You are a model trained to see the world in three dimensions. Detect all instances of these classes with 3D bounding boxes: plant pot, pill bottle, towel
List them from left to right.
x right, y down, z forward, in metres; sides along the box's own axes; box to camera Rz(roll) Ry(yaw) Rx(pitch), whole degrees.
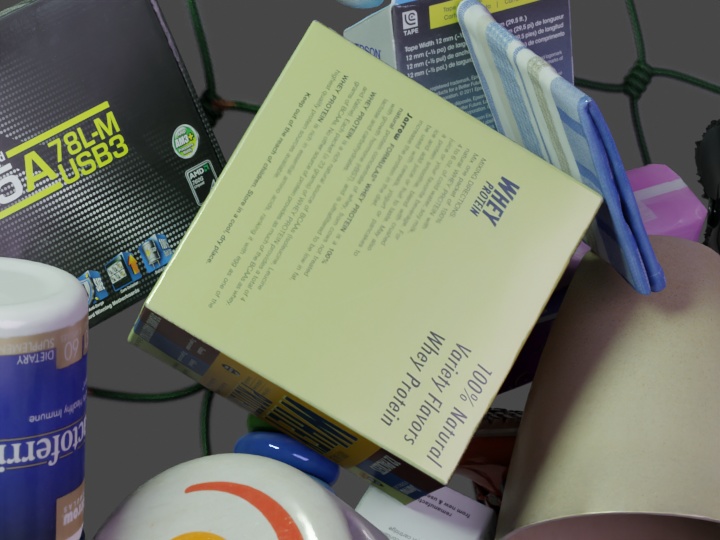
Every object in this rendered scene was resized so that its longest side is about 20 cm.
[{"bbox_3d":[-0.209,0.102,1.402,0.115,0.116,0.201,-7,109,-32],"label":"pill bottle"},{"bbox_3d":[0.121,-0.079,1.559,0.024,0.200,0.147,-27,119,-8],"label":"towel"},{"bbox_3d":[0.178,0.087,1.576,0.187,0.187,0.201,19,62,-30],"label":"plant pot"}]

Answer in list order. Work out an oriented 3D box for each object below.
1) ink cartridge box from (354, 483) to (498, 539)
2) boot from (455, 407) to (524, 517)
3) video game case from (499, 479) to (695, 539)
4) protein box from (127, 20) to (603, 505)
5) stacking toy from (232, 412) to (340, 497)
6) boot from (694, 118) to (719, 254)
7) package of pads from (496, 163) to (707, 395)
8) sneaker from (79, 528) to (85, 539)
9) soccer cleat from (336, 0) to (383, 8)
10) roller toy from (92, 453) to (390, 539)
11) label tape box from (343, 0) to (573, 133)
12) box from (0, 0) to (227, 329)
[{"bbox_3d":[0.011,0.242,1.587,0.200,0.083,0.147,-57,156,-20],"label":"ink cartridge box"},{"bbox_3d":[0.108,0.146,1.702,0.199,0.075,0.108,11,89,-29],"label":"boot"},{"bbox_3d":[0.216,0.181,1.647,0.199,0.026,0.181,-23,78,-7],"label":"video game case"},{"bbox_3d":[0.000,0.000,1.510,0.200,0.135,0.199,31,77,-3],"label":"protein box"},{"bbox_3d":[-0.042,0.095,1.609,0.085,0.085,0.201,23,70,-29],"label":"stacking toy"},{"bbox_3d":[0.262,-0.027,1.755,0.076,0.200,0.169,1,87,11],"label":"boot"},{"bbox_3d":[0.129,0.010,1.692,0.199,0.076,0.121,-17,136,-31],"label":"package of pads"},{"bbox_3d":[-0.217,0.146,1.495,0.083,0.071,0.200,-36,107,-30],"label":"sneaker"},{"bbox_3d":[-0.072,-0.220,1.616,0.200,0.070,0.086,42,80,-19],"label":"soccer cleat"},{"bbox_3d":[-0.068,0.201,1.445,0.183,0.200,0.140,-55,146,-5],"label":"roller toy"},{"bbox_3d":[0.065,-0.134,1.662,0.143,0.066,0.201,-18,112,-31],"label":"label tape box"},{"bbox_3d":[-0.184,-0.065,1.542,0.200,0.047,0.194,-29,106,-30],"label":"box"}]
